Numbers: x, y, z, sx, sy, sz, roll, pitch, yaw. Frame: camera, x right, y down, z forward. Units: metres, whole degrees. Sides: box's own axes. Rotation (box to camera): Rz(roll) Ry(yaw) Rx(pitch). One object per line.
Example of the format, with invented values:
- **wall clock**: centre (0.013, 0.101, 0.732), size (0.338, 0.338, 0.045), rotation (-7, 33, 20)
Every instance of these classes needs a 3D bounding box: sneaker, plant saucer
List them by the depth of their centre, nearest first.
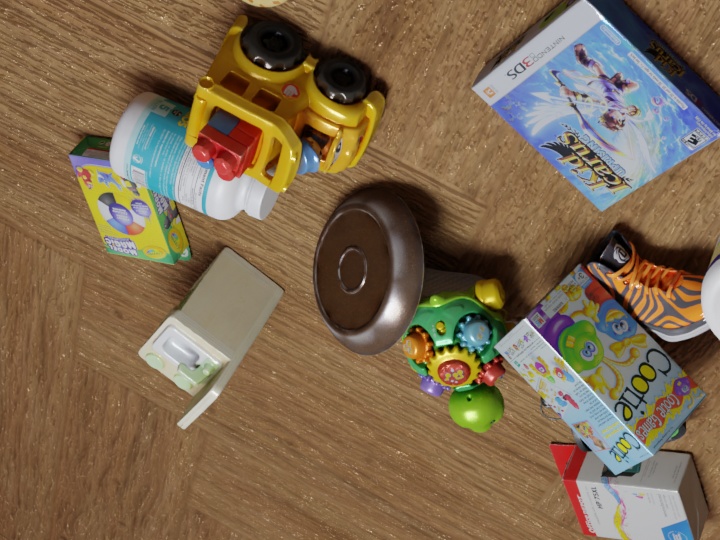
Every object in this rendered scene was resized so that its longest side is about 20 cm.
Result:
- **sneaker**: centre (0.312, 0.013, 1.485), size (0.112, 0.078, 0.199), rotation (50, 152, -19)
- **plant saucer**: centre (0.000, 0.000, 1.624), size (0.032, 0.202, 0.200), rotation (5, 158, -38)
- **sneaker**: centre (0.063, 0.036, 1.690), size (0.198, 0.079, 0.080), rotation (16, 133, 16)

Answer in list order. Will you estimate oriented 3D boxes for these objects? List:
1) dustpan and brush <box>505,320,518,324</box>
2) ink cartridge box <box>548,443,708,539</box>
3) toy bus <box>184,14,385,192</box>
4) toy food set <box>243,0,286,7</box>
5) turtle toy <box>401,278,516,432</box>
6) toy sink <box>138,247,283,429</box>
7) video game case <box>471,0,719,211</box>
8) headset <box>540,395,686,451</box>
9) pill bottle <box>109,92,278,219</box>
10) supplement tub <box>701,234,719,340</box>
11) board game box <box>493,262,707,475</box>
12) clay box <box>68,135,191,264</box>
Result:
- **dustpan and brush**: centre (0.266, 0.100, 1.657), size (0.198, 0.058, 0.140), rotation (9, 148, 17)
- **ink cartridge box**: centre (0.342, 0.293, 1.787), size (0.199, 0.067, 0.117), rotation (0, 131, 33)
- **toy bus**: centre (-0.097, -0.157, 1.507), size (0.199, 0.193, 0.136), rotation (28, 139, 2)
- **toy food set**: centre (-0.084, -0.366, 1.391), size (0.199, 0.049, 0.199), rotation (0, 131, 33)
- **turtle toy**: centre (0.119, 0.105, 1.620), size (0.145, 0.102, 0.201), rotation (-13, 129, 16)
- **toy sink**: centre (-0.213, 0.089, 1.829), size (0.112, 0.201, 0.130), rotation (37, 141, -8)
- **video game case**: centre (0.242, -0.173, 1.385), size (0.200, 0.046, 0.181), rotation (41, 141, -12)
- **headset**: centre (0.297, 0.162, 1.631), size (0.199, 0.095, 0.123), rotation (14, 155, -28)
- **pill bottle**: centre (-0.195, -0.132, 1.658), size (0.199, 0.111, 0.111), rotation (24, 140, 9)
- **supplement tub**: centre (0.417, -0.021, 1.306), size (0.144, 0.201, 0.146), rotation (18, 139, 16)
- **board game box**: centre (0.265, 0.111, 1.518), size (0.200, 0.103, 0.105), rotation (47, 156, 5)
- **clay box**: centre (-0.305, -0.083, 1.830), size (0.114, 0.048, 0.201), rotation (10, 135, 25)
